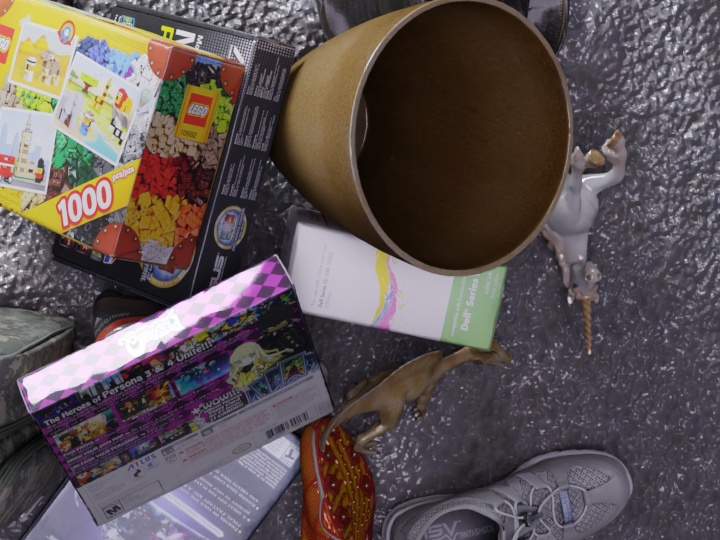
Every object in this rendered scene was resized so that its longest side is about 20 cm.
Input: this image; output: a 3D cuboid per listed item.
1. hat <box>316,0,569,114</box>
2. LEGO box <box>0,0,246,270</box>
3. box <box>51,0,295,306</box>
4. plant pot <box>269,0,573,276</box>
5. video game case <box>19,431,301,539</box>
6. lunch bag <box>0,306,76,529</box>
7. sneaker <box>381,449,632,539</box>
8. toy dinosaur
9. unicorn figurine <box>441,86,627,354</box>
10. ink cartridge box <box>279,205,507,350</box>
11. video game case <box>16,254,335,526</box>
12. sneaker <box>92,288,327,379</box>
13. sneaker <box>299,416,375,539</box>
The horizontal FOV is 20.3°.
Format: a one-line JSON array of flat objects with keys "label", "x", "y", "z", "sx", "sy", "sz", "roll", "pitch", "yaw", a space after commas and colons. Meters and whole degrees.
[{"label": "hat", "x": 0.065, "y": -0.199, "z": 1.500, "sx": 0.199, "sy": 0.081, "sz": 0.203, "roll": -1, "pitch": 97, "yaw": -4}, {"label": "LEGO box", "x": -0.189, "y": -0.102, "z": 1.427, "sx": 0.077, "sy": 0.199, "sz": 0.150, "roll": 9, "pitch": 99, "yaw": -48}, {"label": "box", "x": -0.138, "y": -0.083, "z": 1.460, "sx": 0.044, "sy": 0.160, "sz": 0.202, "roll": 9, "pitch": 98, "yaw": -48}, {"label": "plant pot", "x": 0.019, "y": -0.101, "z": 1.431, "sx": 0.185, "sy": 0.199, "sz": 0.188, "roll": -5, "pitch": 99, "yaw": -32}, {"label": "video game case", "x": -0.150, "y": 0.175, "z": 1.552, "sx": 0.142, "sy": 0.019, "sz": 0.201, "roll": 37, "pitch": 92, "yaw": -8}, {"label": "lunch bag", "x": -0.288, "y": 0.118, "z": 1.442, "sx": 0.138, "sy": 0.200, "sz": 0.169, "roll": 8, "pitch": 97, "yaw": 8}, {"label": "sneaker", "x": 0.118, "y": 0.196, "z": 1.548, "sx": 0.198, "sy": 0.082, "sz": 0.075, "roll": -18, "pitch": 98, "yaw": -3}, {"label": "toy dinosaur", "x": 0.020, "y": 0.091, "z": 1.509, "sx": 0.199, "sy": 0.101, "sz": 0.058, "roll": -24, "pitch": 73, "yaw": -34}, {"label": "unicorn figurine", "x": 0.141, "y": -0.058, "z": 1.521, "sx": 0.200, "sy": 0.138, "sz": 0.074, "roll": 41, "pitch": 52, "yaw": 13}, {"label": "ink cartridge box", "x": 0.000, "y": 0.000, "z": 1.497, "sx": 0.198, "sy": 0.117, "sz": 0.068, "roll": 12, "pitch": 97, "yaw": -7}, {"label": "video game case", "x": -0.125, "y": 0.089, "z": 1.429, "sx": 0.199, "sy": 0.182, "sz": 0.036, "roll": -26, "pitch": 58, "yaw": -6}, {"label": "sneaker", "x": -0.112, "y": 0.051, "z": 1.508, "sx": 0.199, "sy": 0.082, "sz": 0.077, "roll": 18, "pitch": 123, "yaw": -35}, {"label": "sneaker", "x": -0.025, "y": 0.212, "z": 1.539, "sx": 0.077, "sy": 0.073, "sz": 0.202, "roll": -7, "pitch": 95, "yaw": 34}]
